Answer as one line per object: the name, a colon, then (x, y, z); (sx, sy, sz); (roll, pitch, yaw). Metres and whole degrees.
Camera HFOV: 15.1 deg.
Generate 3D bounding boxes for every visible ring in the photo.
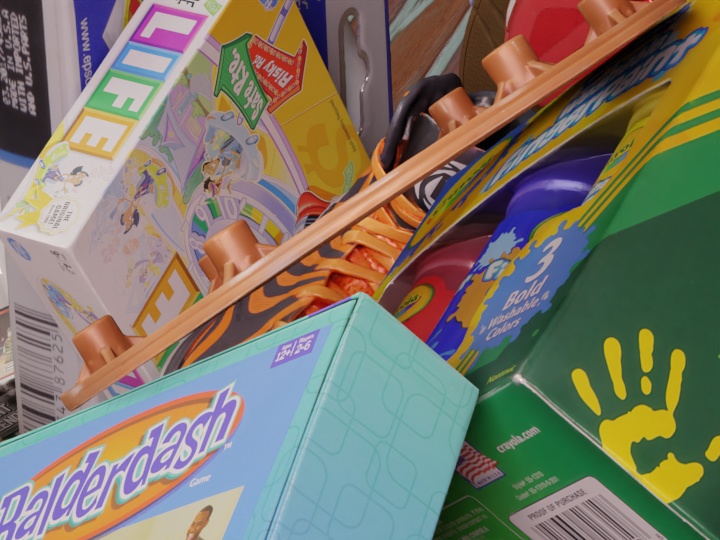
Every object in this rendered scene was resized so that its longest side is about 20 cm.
ring: (0.000, -0.024, 0.732); (0.200, 0.019, 0.200); (-34, 0, 0)

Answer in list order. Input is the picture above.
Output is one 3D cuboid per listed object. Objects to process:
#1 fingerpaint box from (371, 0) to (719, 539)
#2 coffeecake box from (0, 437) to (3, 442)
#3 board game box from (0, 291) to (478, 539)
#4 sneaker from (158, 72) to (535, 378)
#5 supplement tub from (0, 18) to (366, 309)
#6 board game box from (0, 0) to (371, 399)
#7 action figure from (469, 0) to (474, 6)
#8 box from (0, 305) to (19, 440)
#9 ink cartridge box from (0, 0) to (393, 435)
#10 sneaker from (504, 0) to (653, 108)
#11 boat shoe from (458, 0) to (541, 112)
fingerpaint box: (0.056, 0.018, 0.758); (0.167, 0.073, 0.200); (-56, 11, -31)
coffeecake box: (-0.131, 0.111, 0.942); (0.073, 0.154, 0.200); (-38, -1, -7)
board game box: (-0.062, 0.114, 0.622); (0.152, 0.045, 0.201); (-23, 37, 45)
sneaker: (0.000, 0.000, 0.907); (0.112, 0.077, 0.200); (-56, 1, 46)
supplement tub: (-0.082, -0.026, 1.164); (0.199, 0.145, 0.144); (-21, 9, -2)
board game box: (-0.046, -0.004, 0.976); (0.034, 0.200, 0.135); (16, 62, 30)
action figure: (0.105, -0.134, 1.042); (0.194, 0.105, 0.200); (-52, -17, 24)
box: (-0.146, 0.078, 1.124); (0.199, 0.137, 0.040); (-24, 51, 23)
ink cartridge box: (-0.058, -0.051, 1.012); (0.200, 0.047, 0.199); (-36, -49, -50)
sneaker: (0.111, -0.085, 0.829); (0.200, 0.078, 0.116); (-33, 19, 37)
boat shoe: (0.099, -0.108, 0.960); (0.065, 0.072, 0.200); (-12, -32, -36)
